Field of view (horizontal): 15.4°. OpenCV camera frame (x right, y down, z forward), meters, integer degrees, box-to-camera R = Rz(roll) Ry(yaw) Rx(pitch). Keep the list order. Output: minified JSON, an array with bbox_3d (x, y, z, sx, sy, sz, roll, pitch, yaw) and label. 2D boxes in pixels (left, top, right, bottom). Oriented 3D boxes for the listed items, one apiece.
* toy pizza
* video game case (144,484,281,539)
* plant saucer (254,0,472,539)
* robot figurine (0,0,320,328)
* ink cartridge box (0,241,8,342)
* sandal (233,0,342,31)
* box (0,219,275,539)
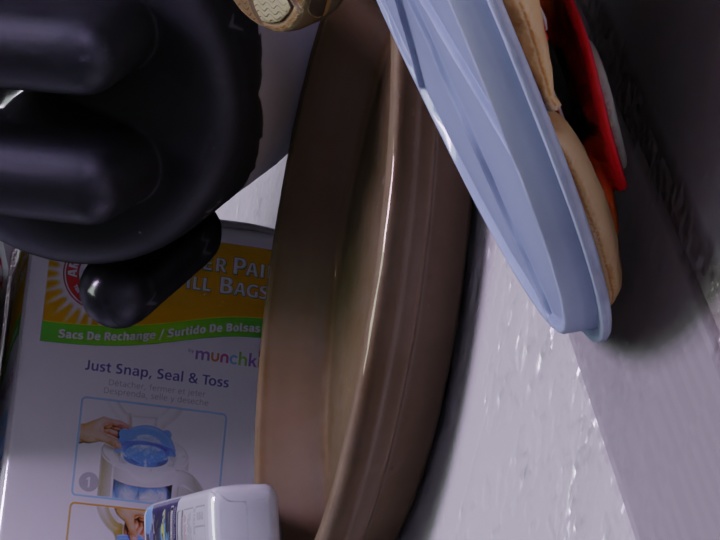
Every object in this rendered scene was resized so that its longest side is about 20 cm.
[{"bbox_3d":[0.016,-0.080,0.552,0.200,0.032,0.200,155,90,-89],"label":"toy pizza"},{"bbox_3d":[-0.042,0.169,0.820,0.182,0.023,0.200,148,118,-78],"label":"video game case"},{"bbox_3d":[0.000,0.000,0.784,0.200,0.029,0.200,-173,90,-80],"label":"plant saucer"},{"bbox_3d":[-0.074,-0.075,0.881,0.150,0.125,0.200,-49,-2,26],"label":"robot figurine"},{"bbox_3d":[-0.214,-0.012,0.957,0.200,0.144,0.145,86,-177,-47],"label":"ink cartridge box"},{"bbox_3d":[-0.003,-0.167,0.762,0.080,0.054,0.200,32,122,53],"label":"sandal"},{"bbox_3d":[-0.089,0.087,1.002,0.112,0.101,0.200,130,146,-71],"label":"box"}]
